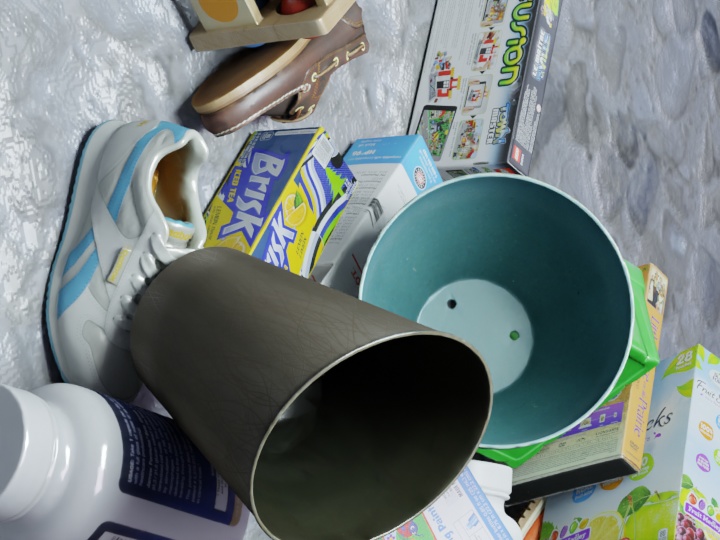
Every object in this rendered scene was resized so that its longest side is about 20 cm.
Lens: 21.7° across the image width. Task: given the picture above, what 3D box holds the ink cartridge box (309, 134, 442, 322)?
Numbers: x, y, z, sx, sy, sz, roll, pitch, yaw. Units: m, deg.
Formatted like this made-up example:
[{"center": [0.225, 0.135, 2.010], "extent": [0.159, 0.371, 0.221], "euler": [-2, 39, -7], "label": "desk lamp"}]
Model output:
[{"center": [0.000, 0.000, 1.467], "extent": [0.200, 0.068, 0.116], "euler": [-56, 132, -39], "label": "ink cartridge box"}]

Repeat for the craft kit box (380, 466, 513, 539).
[{"center": [0.039, 0.265, 1.417], "extent": [0.197, 0.049, 0.200], "euler": [-34, 95, -25], "label": "craft kit box"}]

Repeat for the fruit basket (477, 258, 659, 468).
[{"center": [0.134, 0.037, 1.578], "extent": [0.155, 0.215, 0.216], "euler": [28, 66, -49], "label": "fruit basket"}]

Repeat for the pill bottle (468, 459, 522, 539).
[{"center": [0.072, 0.255, 1.515], "extent": [0.112, 0.112, 0.200], "euler": [19, 73, -51], "label": "pill bottle"}]

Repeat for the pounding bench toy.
[{"center": [-0.051, -0.269, 1.364], "extent": [0.200, 0.124, 0.156], "euler": [-54, 130, -39], "label": "pounding bench toy"}]

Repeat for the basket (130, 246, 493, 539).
[{"center": [-0.047, 0.069, 1.188], "extent": [0.180, 0.200, 0.136], "euler": [-21, 122, -30], "label": "basket"}]

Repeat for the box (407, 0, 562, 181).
[{"center": [0.105, -0.170, 1.581], "extent": [0.035, 0.110, 0.200], "euler": [34, 62, -47], "label": "box"}]

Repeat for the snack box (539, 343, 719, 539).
[{"center": [0.234, 0.181, 1.583], "extent": [0.068, 0.169, 0.200], "euler": [35, 48, -24], "label": "snack box"}]

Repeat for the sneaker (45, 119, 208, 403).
[{"center": [-0.152, -0.004, 1.254], "extent": [0.076, 0.081, 0.200], "euler": [16, 79, -53], "label": "sneaker"}]

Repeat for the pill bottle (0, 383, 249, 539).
[{"center": [-0.171, 0.135, 1.197], "extent": [0.200, 0.111, 0.111], "euler": [27, 67, -50], "label": "pill bottle"}]

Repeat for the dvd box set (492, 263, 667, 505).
[{"center": [0.188, 0.098, 1.617], "extent": [0.029, 0.146, 0.200], "euler": [40, 47, -31], "label": "dvd box set"}]

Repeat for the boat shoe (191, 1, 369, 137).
[{"center": [-0.051, -0.147, 1.403], "extent": [0.200, 0.070, 0.070], "euler": [-47, 120, -44], "label": "boat shoe"}]

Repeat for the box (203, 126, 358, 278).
[{"center": [-0.078, -0.013, 1.361], "extent": [0.064, 0.070, 0.200], "euler": [57, 47, -36], "label": "box"}]

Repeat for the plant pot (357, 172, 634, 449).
[{"center": [0.094, 0.041, 1.405], "extent": [0.135, 0.200, 0.200], "euler": [107, -9, -78], "label": "plant pot"}]

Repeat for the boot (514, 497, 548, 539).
[{"center": [0.192, 0.240, 1.672], "extent": [0.107, 0.075, 0.200], "euler": [46, 39, 15], "label": "boot"}]
